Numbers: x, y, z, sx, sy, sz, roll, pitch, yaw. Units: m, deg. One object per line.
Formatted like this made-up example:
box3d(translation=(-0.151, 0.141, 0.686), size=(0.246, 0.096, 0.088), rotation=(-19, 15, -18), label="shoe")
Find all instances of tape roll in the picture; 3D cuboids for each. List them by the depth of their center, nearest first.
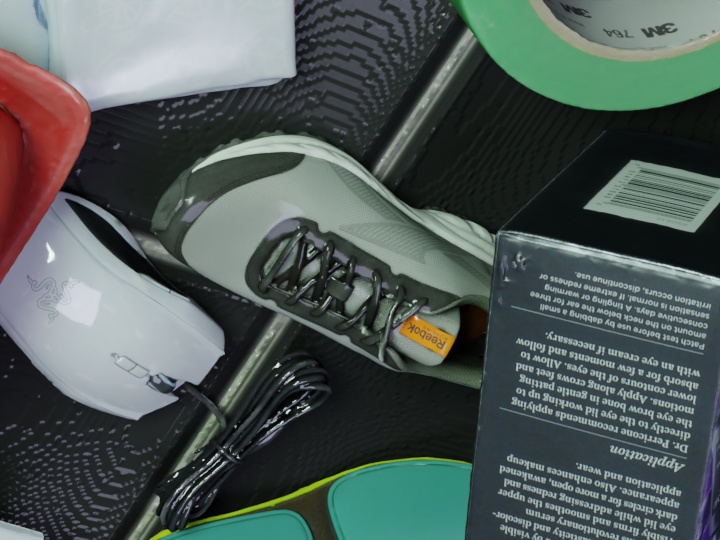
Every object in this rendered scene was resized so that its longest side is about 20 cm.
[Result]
box3d(translation=(0.124, -0.162, 0.813), size=(0.200, 0.048, 0.200), rotation=(-12, 130, -15), label="tape roll")

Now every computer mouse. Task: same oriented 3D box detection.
box3d(translation=(-0.100, 0.040, 0.880), size=(0.110, 0.044, 0.200), rotation=(-38, 132, 10), label="computer mouse")

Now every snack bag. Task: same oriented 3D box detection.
box3d(translation=(-0.120, -0.135, 0.747), size=(0.200, 0.021, 0.189), rotation=(-10, 130, -16), label="snack bag")

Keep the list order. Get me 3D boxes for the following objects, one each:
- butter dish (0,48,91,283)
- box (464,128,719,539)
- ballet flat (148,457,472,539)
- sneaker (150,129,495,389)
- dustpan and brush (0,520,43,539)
box3d(translation=(-0.218, 0.002, 0.716), size=(0.199, 0.148, 0.200), rotation=(23, 119, -29), label="butter dish")
box3d(translation=(0.122, 0.058, 0.871), size=(0.104, 0.148, 0.200), rotation=(13, 117, 21), label="box")
box3d(translation=(-0.018, 0.142, 0.993), size=(0.200, 0.067, 0.067), rotation=(-12, 151, -11), label="ballet flat")
box3d(translation=(0.000, 0.000, 0.868), size=(0.200, 0.079, 0.074), rotation=(20, 119, -33), label="sneaker")
box3d(translation=(-0.247, 0.169, 0.922), size=(0.140, 0.057, 0.200), rotation=(21, 110, -22), label="dustpan and brush")
